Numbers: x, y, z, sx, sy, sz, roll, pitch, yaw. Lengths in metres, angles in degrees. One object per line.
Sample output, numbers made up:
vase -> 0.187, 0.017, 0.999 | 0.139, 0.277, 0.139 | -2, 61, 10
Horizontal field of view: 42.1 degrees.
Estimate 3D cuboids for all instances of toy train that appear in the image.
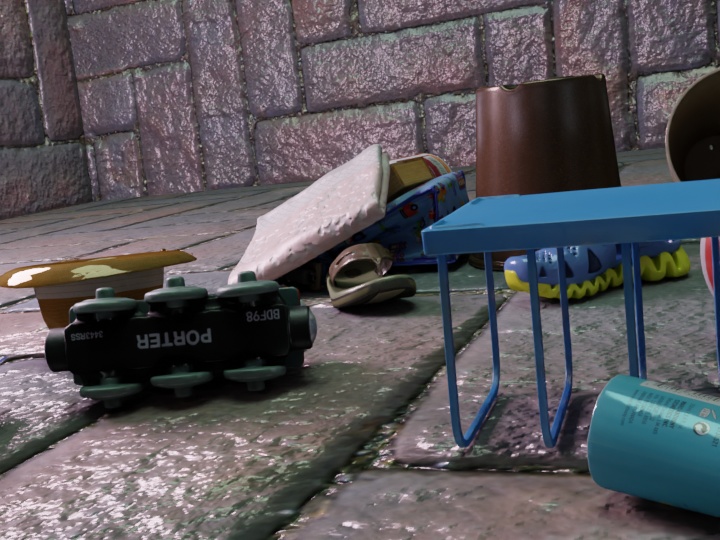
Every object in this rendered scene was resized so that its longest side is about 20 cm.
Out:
toy train -> -0.128, 0.048, 0.694 | 0.195, 0.087, 0.114 | -6, -1, 0
toy train -> -0.085, -0.001, 1.112 | 0.045, 0.035, 0.199 | 1, 5, -25

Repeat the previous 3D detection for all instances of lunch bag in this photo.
lunch bag -> 0.033, -0.045, 1.159 | 0.196, 0.096, 0.150 | -15, 7, 23

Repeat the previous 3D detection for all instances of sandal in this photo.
sandal -> 0.217, -0.026, 0.870 | 0.196, 0.089, 0.079 | -13, 13, -25
sandal -> -0.001, 0.000, 0.954 | 0.078, 0.059, 0.201 | -9, 9, -13

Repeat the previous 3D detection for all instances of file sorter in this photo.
file sorter -> 0.149, 0.021, 0.507 | 0.196, 0.126, 0.139 | -4, 10, 19

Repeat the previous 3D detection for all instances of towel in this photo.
towel -> -0.055, -0.060, 1.078 | 0.198, 0.032, 0.192 | -30, 21, 18

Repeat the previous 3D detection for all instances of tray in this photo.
tray -> -0.005, -0.077, 1.221 | 0.199, 0.037, 0.098 | -34, -5, 30

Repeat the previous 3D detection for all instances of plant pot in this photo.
plant pot -> 0.493, -0.154, 1.249 | 0.183, 0.192, 0.200 | -4, -5, 13
plant pot -> 0.214, -0.118, 1.080 | 0.195, 0.203, 0.200 | -6, 8, 1

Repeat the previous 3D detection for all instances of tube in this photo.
tube -> 0.186, 0.083, 0.359 | 0.197, 0.052, 0.077 | 8, 21, 42

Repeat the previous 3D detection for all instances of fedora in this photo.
fedora -> -0.242, 0.028, 0.881 | 0.196, 0.084, 0.201 | -6, 3, 0

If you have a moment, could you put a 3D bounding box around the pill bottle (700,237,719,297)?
pill bottle -> 0.315, -0.008, 0.582 | 0.113, 0.119, 0.200 | -9, 9, -14

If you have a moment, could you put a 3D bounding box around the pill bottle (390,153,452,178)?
pill bottle -> 0.063, -0.118, 1.466 | 0.111, 0.116, 0.199 | -1, 10, 32

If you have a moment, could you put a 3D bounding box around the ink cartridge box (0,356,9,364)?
ink cartridge box -> -0.347, 0.106, 0.604 | 0.195, 0.044, 0.196 | -5, 8, -6
